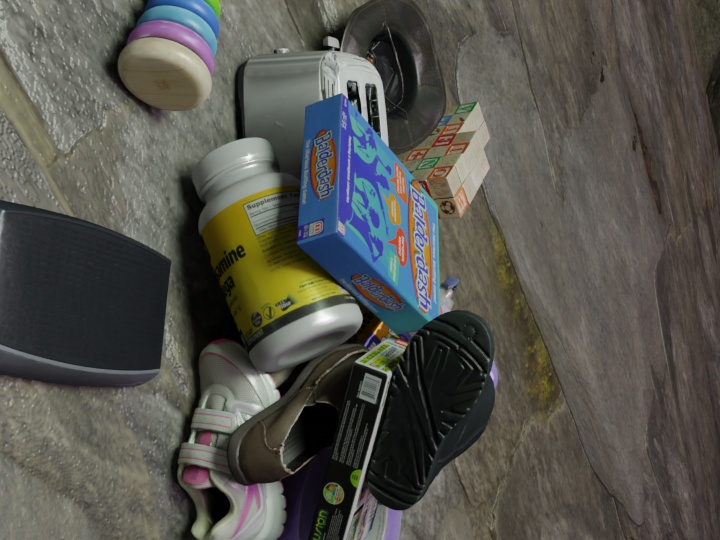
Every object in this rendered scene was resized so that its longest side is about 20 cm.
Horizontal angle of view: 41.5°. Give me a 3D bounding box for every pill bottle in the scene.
[{"bbox_3d":[-0.085,-0.017,0.893,0.112,0.112,0.202,-1,62,-57],"label":"pill bottle"}]

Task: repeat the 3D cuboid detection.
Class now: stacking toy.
[{"bbox_3d":[-0.158,-0.251,0.880,0.085,0.084,0.202,44,48,-46],"label":"stacking toy"}]

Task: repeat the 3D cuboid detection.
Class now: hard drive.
[{"bbox_3d":[-0.233,0.023,0.767,0.199,0.042,0.137,21,70,-55],"label":"hard drive"}]

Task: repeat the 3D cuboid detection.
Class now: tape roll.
[{"bbox_3d":[-0.040,0.259,1.012,0.199,0.084,0.203,6,83,-57],"label":"tape roll"}]

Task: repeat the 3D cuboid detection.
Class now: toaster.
[{"bbox_3d":[-0.047,-0.137,0.993,0.113,0.128,0.203,-6,92,-56],"label":"toaster"}]

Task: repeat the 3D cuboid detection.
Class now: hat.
[{"bbox_3d":[0.019,-0.232,1.153,0.199,0.080,0.204,7,81,-48],"label":"hat"}]

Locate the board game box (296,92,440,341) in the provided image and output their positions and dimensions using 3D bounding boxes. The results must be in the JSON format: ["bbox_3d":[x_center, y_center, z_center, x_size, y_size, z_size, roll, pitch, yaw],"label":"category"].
[{"bbox_3d":[0.014,-0.044,0.894,0.200,0.045,0.154,43,40,-48],"label":"board game box"}]

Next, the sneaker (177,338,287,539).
[{"bbox_3d":[-0.126,0.166,0.887,0.088,0.081,0.203,-8,89,-53],"label":"sneaker"}]

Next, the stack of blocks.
[{"bbox_3d":[0.107,-0.145,1.248,0.201,0.114,0.059,-56,132,-44],"label":"stack of blocks"}]

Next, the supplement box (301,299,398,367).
[{"bbox_3d":[0.033,0.119,1.062,0.109,0.109,0.200,-51,124,-15],"label":"supplement box"}]

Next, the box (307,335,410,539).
[{"bbox_3d":[0.003,0.171,0.890,0.110,0.034,0.203,-23,130,-69],"label":"box"}]

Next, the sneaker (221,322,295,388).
[{"bbox_3d":[-0.076,0.031,0.986,0.201,0.071,0.080,-59,136,-41],"label":"sneaker"}]

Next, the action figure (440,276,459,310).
[{"bbox_3d":[0.113,0.096,1.248,0.200,0.104,0.195,-48,139,-40],"label":"action figure"}]

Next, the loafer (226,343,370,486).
[{"bbox_3d":[-0.035,0.138,0.887,0.200,0.070,0.074,-40,119,-42],"label":"loafer"}]

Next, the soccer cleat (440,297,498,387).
[{"bbox_3d":[0.091,0.069,1.130,0.201,0.066,0.076,55,10,4],"label":"soccer cleat"}]

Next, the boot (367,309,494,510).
[{"bbox_3d":[0.084,0.112,0.889,0.168,0.076,0.202,-25,139,-64],"label":"boot"}]
